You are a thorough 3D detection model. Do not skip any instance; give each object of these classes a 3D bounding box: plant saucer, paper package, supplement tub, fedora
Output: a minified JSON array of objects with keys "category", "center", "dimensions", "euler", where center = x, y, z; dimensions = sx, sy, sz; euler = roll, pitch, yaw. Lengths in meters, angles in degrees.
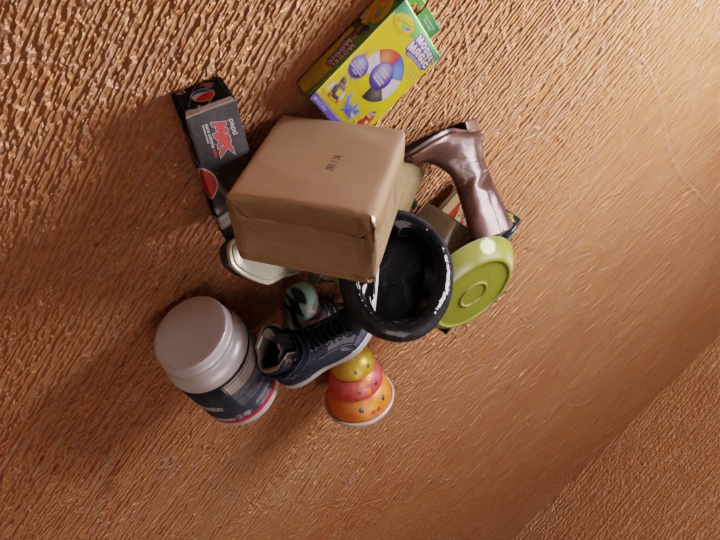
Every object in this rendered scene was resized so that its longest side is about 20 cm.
[{"category":"plant saucer","center":[0.179,0.031,1.070],"dimensions":[0.197,0.031,0.202],"euler":[-23,143,-18]},{"category":"paper package","center":[-0.047,-0.097,0.822],"dimensions":[0.186,0.202,0.105],"euler":[10,133,10]},{"category":"supplement tub","center":[-0.224,0.147,1.030],"dimensions":[0.139,0.141,0.201],"euler":[-33,141,-5]},{"category":"fedora","center":[0.044,0.014,0.977],"dimensions":[0.197,0.204,0.092],"euler":[-17,168,-23]}]

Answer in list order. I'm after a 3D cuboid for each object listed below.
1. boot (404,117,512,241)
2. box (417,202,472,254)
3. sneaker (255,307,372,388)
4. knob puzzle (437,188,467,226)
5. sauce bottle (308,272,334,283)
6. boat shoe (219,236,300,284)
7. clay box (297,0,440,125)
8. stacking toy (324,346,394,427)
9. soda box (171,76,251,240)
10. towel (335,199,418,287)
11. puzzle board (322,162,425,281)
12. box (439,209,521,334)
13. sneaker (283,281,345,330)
[{"category":"boot","center":[0.155,-0.120,1.013],"dimensions":[0.184,0.064,0.204],"euler":[-25,103,-33]},{"category":"box","center":[0.101,-0.003,1.093],"dimensions":[0.068,0.082,0.202],"euler":[22,103,-47]},{"category":"sneaker","center":[-0.072,0.105,1.009],"dimensions":[0.201,0.077,0.146],"euler":[-38,151,4]},{"category":"knob puzzle","center":[0.176,-0.070,1.206],"dimensions":[0.217,0.030,0.223],"euler":[-25,138,-24]},{"category":"sauce bottle","center":[0.000,0.000,1.117],"dimensions":[0.197,0.065,0.065],"euler":[-1,130,-37]},{"category":"boat shoe","center":[-0.152,-0.013,0.941],"dimensions":[0.066,0.074,0.200],"euler":[-8,177,18]},{"category":"clay box","center":[0.023,-0.280,0.871],"dimensions":[0.200,0.048,0.115],"euler":[-44,142,9]},{"category":"stacking toy","center":[-0.016,0.189,1.254],"dimensions":[0.144,0.146,0.203],"euler":[-24,129,-15]},{"category":"soda box","center":[-0.179,-0.140,0.843],"dimensions":[0.070,0.064,0.202],"euler":[-24,139,-15]},{"category":"towel","center":[0.009,-0.072,1.025],"dimensions":[0.201,0.030,0.150],"euler":[-54,146,-11]},{"category":"puzzle board","center":[0.021,-0.077,0.995],"dimensions":[0.149,0.017,0.204],"euler":[6,108,-54]},{"category":"box","center":[0.209,0.001,1.187],"dimensions":[0.159,0.046,0.202],"euler":[-40,159,-49]},{"category":"sneaker","center":[-0.062,0.068,1.130],"dimensions":[0.138,0.078,0.201],"euler":[-21,154,-24]}]
